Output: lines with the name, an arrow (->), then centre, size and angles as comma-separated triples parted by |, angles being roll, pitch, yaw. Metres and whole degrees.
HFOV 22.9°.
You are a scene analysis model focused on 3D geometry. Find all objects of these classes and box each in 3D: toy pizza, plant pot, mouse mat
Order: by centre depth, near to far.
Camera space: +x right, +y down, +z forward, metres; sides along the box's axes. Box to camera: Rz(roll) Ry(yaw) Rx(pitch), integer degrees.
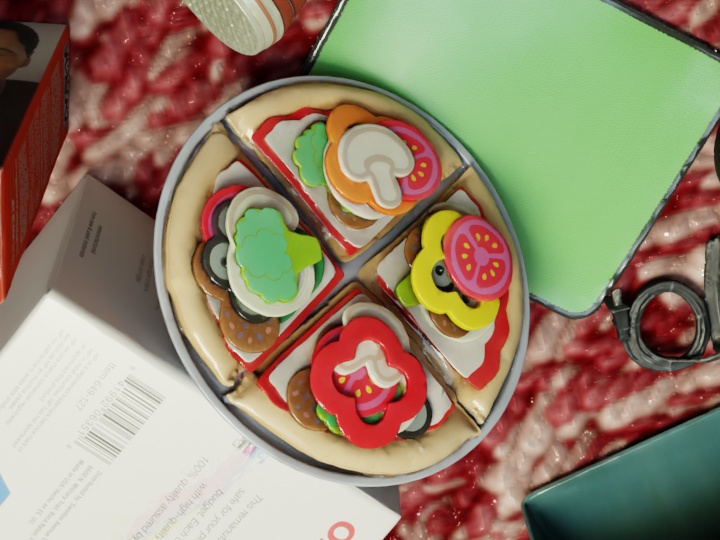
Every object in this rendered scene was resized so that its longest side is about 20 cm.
toy pizza -> 0.000, 0.000, 0.826 | 0.200, 0.200, 0.032 | 35, 150, -16
mouse mat -> 0.069, -0.076, 0.887 | 0.200, 0.008, 0.161 | 25, 111, -14
plant pot -> 0.201, 0.203, 0.950 | 0.141, 0.141, 0.200 | -26, 120, 10

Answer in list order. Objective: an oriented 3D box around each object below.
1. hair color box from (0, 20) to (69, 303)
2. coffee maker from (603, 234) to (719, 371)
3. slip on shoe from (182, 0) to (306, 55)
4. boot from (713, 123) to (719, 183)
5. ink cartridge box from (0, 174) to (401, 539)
hair color box -> -0.190, -0.055, 0.781 | 0.101, 0.200, 0.061 | 2, 114, -3
coffee maker -> 0.241, 0.053, 0.843 | 0.192, 0.200, 0.135 | -30, 112, 9
slip on shoe -> -0.089, -0.192, 0.805 | 0.061, 0.074, 0.200 | -44, 105, -21
boot -> 0.254, -0.066, 0.803 | 0.174, 0.200, 0.069 | 24, 130, -5
ink cartridge box -> -0.102, 0.085, 0.877 | 0.200, 0.145, 0.147 | 36, 109, -16
